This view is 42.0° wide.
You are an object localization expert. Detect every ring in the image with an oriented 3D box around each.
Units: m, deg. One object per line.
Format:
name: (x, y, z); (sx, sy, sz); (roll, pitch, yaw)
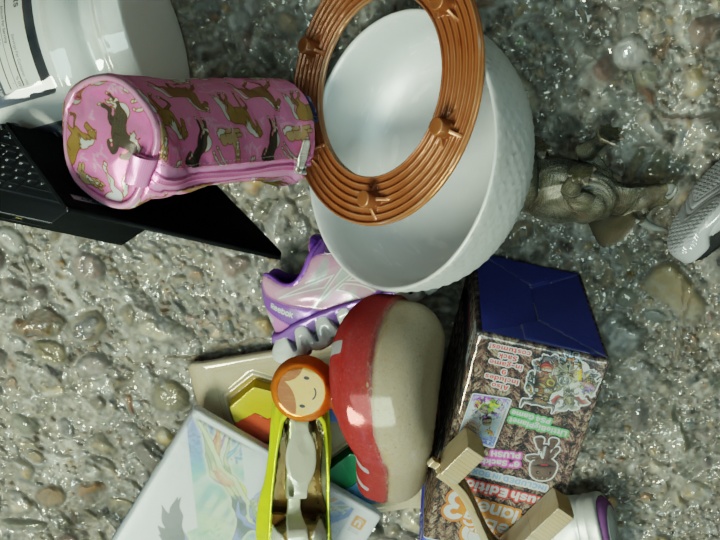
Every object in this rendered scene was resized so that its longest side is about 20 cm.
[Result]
ring: (0.008, -0.133, 0.668); (0.019, 0.200, 0.201); (3, 120, -40)

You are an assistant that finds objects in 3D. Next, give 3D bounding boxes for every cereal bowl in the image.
cereal bowl: (0.052, -0.084, 0.690); (0.083, 0.200, 0.201); (1, 121, -41)

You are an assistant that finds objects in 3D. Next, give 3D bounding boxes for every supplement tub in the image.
supplement tub: (-0.243, -0.151, 0.695); (0.199, 0.140, 0.141); (-12, 111, 10)

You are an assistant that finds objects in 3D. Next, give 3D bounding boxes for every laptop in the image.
laptop: (-0.190, -0.032, 0.682); (0.199, 0.104, 0.177); (-27, 153, 36)

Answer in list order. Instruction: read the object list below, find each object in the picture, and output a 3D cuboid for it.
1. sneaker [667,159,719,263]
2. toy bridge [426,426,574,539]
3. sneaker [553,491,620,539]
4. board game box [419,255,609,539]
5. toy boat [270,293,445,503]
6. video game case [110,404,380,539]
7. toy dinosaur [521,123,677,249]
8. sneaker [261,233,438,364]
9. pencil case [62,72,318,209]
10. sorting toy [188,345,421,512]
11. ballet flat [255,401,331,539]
sneaker: (0.338, -0.057, 0.711); (0.114, 0.076, 0.200); (41, 106, -9)
toy bridge: (0.127, 0.191, 0.688); (0.200, 0.027, 0.067); (36, 111, -13)
sneaker: (0.201, 0.295, 0.884); (0.099, 0.075, 0.201); (-6, 108, 23)
board game box: (0.116, 0.112, 0.759); (0.096, 0.160, 0.201); (12, 112, 1)
toy boat: (-0.006, 0.096, 0.723); (0.130, 0.131, 0.200); (7, 153, 5)
video game case: (-0.111, 0.247, 0.841); (0.199, 0.022, 0.183); (32, 91, -11)
toy dinosaur: (0.144, -0.070, 0.725); (0.199, 0.077, 0.103); (15, 147, 13)
sneaker: (0.000, 0.000, 0.774); (0.199, 0.080, 0.089); (-26, 89, 11)
pencil case: (-0.108, -0.090, 0.633); (0.086, 0.200, 0.083); (-1, 98, 29)
sorting toy: (-0.046, 0.156, 0.858); (0.199, 0.037, 0.186); (-8, 111, 9)
ballet flat: (-0.054, 0.197, 0.799); (0.066, 0.067, 0.201); (1, 97, -10)
